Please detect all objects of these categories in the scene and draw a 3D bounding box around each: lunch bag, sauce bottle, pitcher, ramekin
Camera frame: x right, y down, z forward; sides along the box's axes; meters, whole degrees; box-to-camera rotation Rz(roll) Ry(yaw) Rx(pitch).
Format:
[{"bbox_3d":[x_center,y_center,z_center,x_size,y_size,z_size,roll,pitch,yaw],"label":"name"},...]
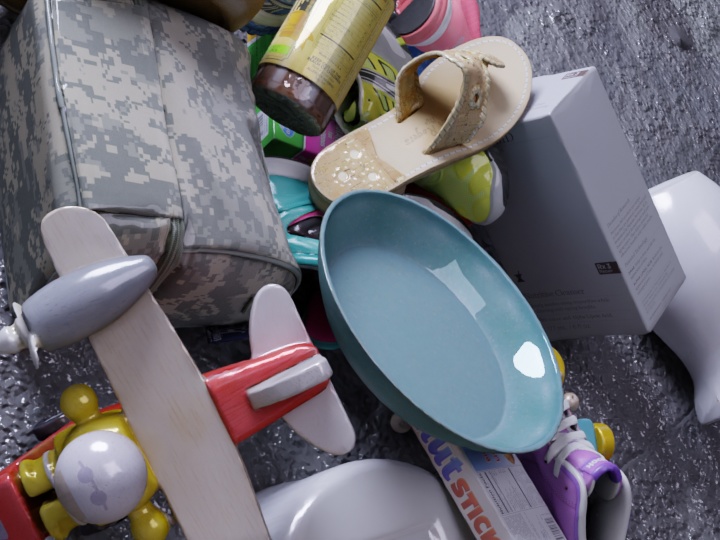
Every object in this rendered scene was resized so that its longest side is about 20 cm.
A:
[{"bbox_3d":[-0.129,-0.062,0.775,0.167,0.139,0.201,2,62,-31],"label":"lunch bag"},{"bbox_3d":[-0.007,-0.192,0.878,0.065,0.065,0.200,33,74,-19],"label":"sauce bottle"},{"bbox_3d":[0.308,0.015,1.117,0.201,0.121,0.172,65,25,-3],"label":"pitcher"},{"bbox_3d":[0.003,0.211,0.749,0.200,0.098,0.201,20,54,-29],"label":"ramekin"}]

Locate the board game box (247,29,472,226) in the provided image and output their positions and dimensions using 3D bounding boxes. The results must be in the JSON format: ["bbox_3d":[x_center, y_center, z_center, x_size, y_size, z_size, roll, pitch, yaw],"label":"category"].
[{"bbox_3d":[0.004,-0.126,0.995,0.199,0.040,0.154,16,55,-31],"label":"board game box"}]

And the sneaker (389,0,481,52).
[{"bbox_3d":[0.058,-0.236,1.073,0.087,0.074,0.201,33,30,-31],"label":"sneaker"}]

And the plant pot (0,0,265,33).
[{"bbox_3d":[-0.160,-0.180,0.798,0.199,0.200,0.028,13,81,-33],"label":"plant pot"}]

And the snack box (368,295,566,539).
[{"bbox_3d":[0.063,0.103,0.799,0.072,0.024,0.200,6,48,-57],"label":"snack box"}]

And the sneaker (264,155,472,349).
[{"bbox_3d":[0.000,0.000,0.883,0.199,0.084,0.121,14,54,-28],"label":"sneaker"}]

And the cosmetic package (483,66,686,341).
[{"bbox_3d":[0.161,-0.049,0.980,0.081,0.113,0.200,-48,116,-37],"label":"cosmetic package"}]

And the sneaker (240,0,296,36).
[{"bbox_3d":[-0.020,-0.236,0.952,0.200,0.085,0.077,-33,87,-46],"label":"sneaker"}]

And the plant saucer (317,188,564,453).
[{"bbox_3d":[0.044,0.037,0.786,0.200,0.036,0.200,32,34,-24],"label":"plant saucer"}]

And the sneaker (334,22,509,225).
[{"bbox_3d":[0.027,-0.105,0.929,0.200,0.075,0.076,47,52,9],"label":"sneaker"}]

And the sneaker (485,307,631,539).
[{"bbox_3d":[0.133,0.109,0.844,0.072,0.114,0.201,-6,79,-29],"label":"sneaker"}]

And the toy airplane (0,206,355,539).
[{"bbox_3d":[-0.102,0.090,0.643,0.199,0.200,0.141,22,12,9],"label":"toy airplane"}]

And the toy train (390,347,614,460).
[{"bbox_3d":[0.101,0.119,0.921,0.150,0.056,0.200,-44,100,-30],"label":"toy train"}]

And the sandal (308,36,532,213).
[{"bbox_3d":[0.053,-0.115,0.857,0.212,0.070,0.078,-38,74,-25],"label":"sandal"}]
